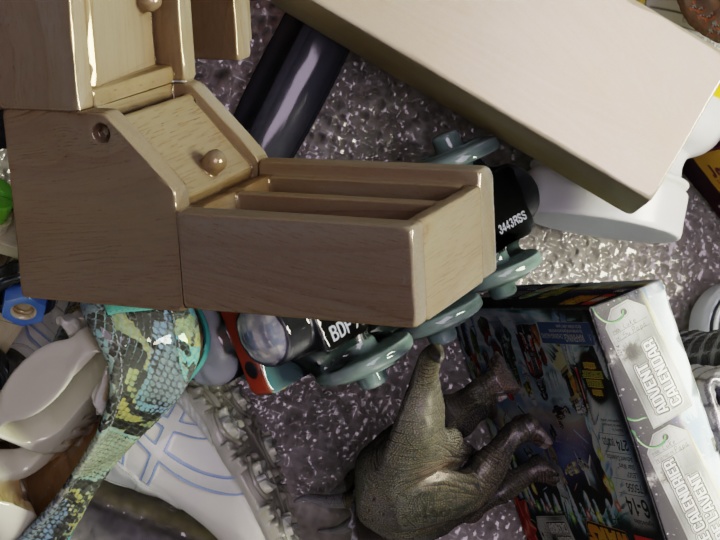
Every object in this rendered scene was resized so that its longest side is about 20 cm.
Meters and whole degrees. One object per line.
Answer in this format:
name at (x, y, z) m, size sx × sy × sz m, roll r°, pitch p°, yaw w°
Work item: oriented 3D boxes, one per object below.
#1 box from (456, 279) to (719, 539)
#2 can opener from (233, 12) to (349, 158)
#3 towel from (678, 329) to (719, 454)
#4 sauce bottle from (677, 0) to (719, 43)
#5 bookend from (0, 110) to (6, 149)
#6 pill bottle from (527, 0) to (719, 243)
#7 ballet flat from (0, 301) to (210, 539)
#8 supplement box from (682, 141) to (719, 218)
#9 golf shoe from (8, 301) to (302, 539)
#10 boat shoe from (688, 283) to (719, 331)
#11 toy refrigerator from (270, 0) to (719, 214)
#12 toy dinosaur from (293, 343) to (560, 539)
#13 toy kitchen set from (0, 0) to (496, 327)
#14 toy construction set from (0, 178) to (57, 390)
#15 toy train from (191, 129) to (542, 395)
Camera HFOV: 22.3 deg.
box at (0.108, 0.075, 0.863) m, size 0.040 × 0.200 × 0.138 m, roll -20°, pitch 93°, yaw -14°
can opener at (-0.017, -0.121, 0.902) m, size 0.078 × 0.063 × 0.201 m, roll 31°, pitch 80°, yaw -14°
towel at (0.202, 0.123, 0.910) m, size 0.085 × 0.165 × 0.201 m, roll -32°, pitch 97°, yaw -20°
sauce bottle at (0.216, -0.143, 0.886) m, size 0.200 × 0.066 × 0.066 m, roll -18°, pitch 95°, yaw -57°
bookend at (-0.173, -0.095, 0.779) m, size 0.198 × 0.200 × 0.093 m, roll -5°, pitch 96°, yaw -16°
pill bottle at (0.136, -0.120, 0.924) m, size 0.111 × 0.111 × 0.201 m, roll 11°, pitch 85°, yaw -16°
ballet flat at (-0.145, 0.076, 0.807) m, size 0.074 × 0.074 × 0.200 m, roll 30°, pitch 119°, yaw -14°
supplement box at (0.274, -0.018, 0.963) m, size 0.086 × 0.110 × 0.200 m, roll -43°, pitch 100°, yaw -14°
golf shoe at (-0.103, 0.078, 0.878) m, size 0.097 × 0.078 × 0.200 m, roll -32°, pitch 95°, yaw 5°
boat shoe at (0.253, 0.088, 0.973) m, size 0.072 × 0.071 × 0.200 m, roll -38°, pitch 98°, yaw -14°
toy refrigerator at (0.061, -0.110, 0.838) m, size 0.199 × 0.070 × 0.076 m, roll 30°, pitch 86°, yaw 2°
toy dinosaur at (0.033, 0.093, 0.835) m, size 0.102 × 0.200 × 0.077 m, roll -37°, pitch 79°, yaw -11°
toy kitchen set at (-0.031, -0.101, 0.732) m, size 0.180 × 0.163 × 0.201 m, roll 4°, pitch 107°, yaw 26°
toy construction set at (-0.205, 0.009, 0.783) m, size 0.131 × 0.200 × 0.093 m, roll 17°, pitch 60°, yaw -24°
toy train at (0.000, 0.000, 0.847) m, size 0.200 × 0.114 × 0.086 m, roll -30°, pitch 101°, yaw -45°
